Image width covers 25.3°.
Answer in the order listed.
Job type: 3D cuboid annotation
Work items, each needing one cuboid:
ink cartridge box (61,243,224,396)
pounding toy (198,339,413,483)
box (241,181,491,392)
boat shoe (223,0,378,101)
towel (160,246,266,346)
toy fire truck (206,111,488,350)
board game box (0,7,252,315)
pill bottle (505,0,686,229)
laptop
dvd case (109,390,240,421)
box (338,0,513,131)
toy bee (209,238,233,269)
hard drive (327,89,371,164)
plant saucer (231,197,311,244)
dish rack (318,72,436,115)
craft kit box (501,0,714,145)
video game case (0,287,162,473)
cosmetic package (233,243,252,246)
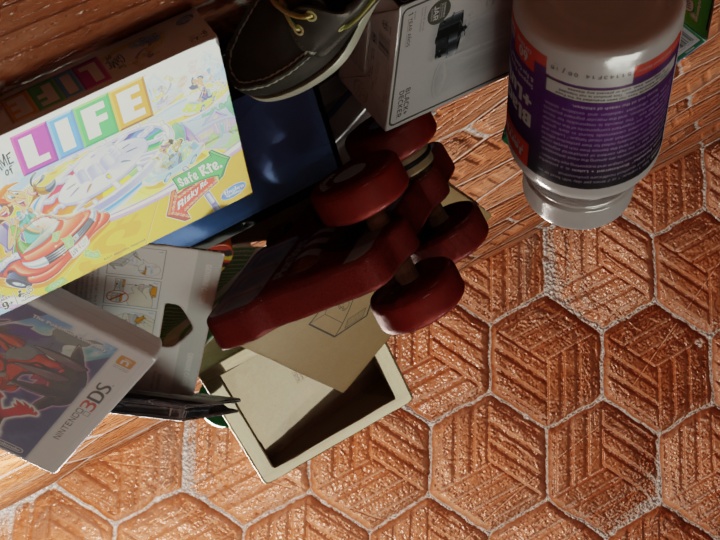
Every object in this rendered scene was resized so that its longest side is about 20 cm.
[{"bbox_3d":[-0.192,0.017,1.131,0.172,0.044,0.201,5,146,-10],"label":"ink cartridge box"},{"bbox_3d":[-0.092,0.064,1.431,0.199,0.142,0.185,-29,130,-4],"label":"pounding toy"},{"bbox_3d":[0.000,0.000,1.303,0.200,0.021,0.163,-50,143,9],"label":"box"},{"bbox_3d":[-0.019,-0.172,0.935,0.201,0.072,0.060,-41,164,29],"label":"boat shoe"},{"bbox_3d":[-0.176,0.021,1.338,0.199,0.024,0.153,3,-147,34],"label":"towel"},{"bbox_3d":[-0.012,-0.025,1.139,0.167,0.113,0.200,-19,-158,27],"label":"toy fire truck"},{"bbox_3d":[-0.170,-0.061,0.982,0.199,0.034,0.135,-27,140,-15],"label":"board game box"},{"bbox_3d":[0.155,-0.120,1.092,0.111,0.112,0.201,-27,148,-15],"label":"pill bottle"},{"bbox_3d":[-0.089,-0.085,1.102,0.176,0.104,0.200,-28,-179,-13],"label":"laptop"},{"bbox_3d":[-0.185,0.100,1.258,0.147,0.016,0.200,5,177,8],"label":"dvd case"},{"bbox_3d":[0.085,-0.188,1.096,0.199,0.060,0.117,-26,148,-23],"label":"box"},{"bbox_3d":[-0.199,-0.002,1.261,0.198,0.132,0.109,9,154,2],"label":"toy bee"},{"bbox_3d":[0.041,-0.152,1.259,0.200,0.025,0.132,-47,166,16],"label":"hard drive"},{"bbox_3d":[-0.064,-0.050,1.364,0.198,0.035,0.200,-9,-175,1],"label":"plant saucer"},{"bbox_3d":[-0.017,-0.122,1.400,0.171,0.044,0.200,-33,173,29],"label":"dish rack"},{"bbox_3d":[0.200,-0.205,1.228,0.200,0.048,0.199,-38,-156,49],"label":"craft kit box"},{"bbox_3d":[-0.262,0.055,1.106,0.182,0.199,0.023,-45,-156,43],"label":"video game case"},{"bbox_3d":[-0.112,0.049,1.564,0.074,0.201,0.102,-24,176,-4],"label":"cosmetic package"}]
